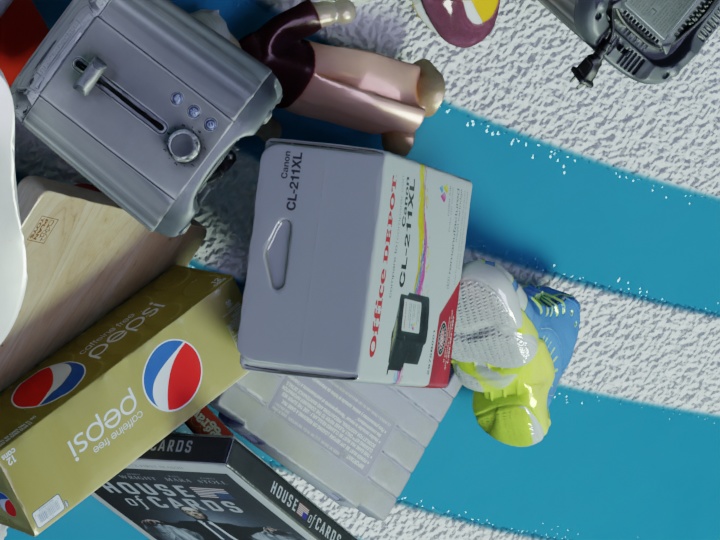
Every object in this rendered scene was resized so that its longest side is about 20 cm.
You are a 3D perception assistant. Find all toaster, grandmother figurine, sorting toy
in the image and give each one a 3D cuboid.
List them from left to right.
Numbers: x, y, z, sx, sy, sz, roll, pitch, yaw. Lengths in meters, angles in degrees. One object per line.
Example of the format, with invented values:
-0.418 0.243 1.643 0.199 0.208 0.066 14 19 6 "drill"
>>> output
-0.218 0.027 1.651 0.200 0.070 0.199 -57 155 10 "sorting toy"
-0.125 -0.102 1.553 0.129 0.200 0.114 38 97 -4 "toaster"
-0.042 -0.127 1.701 0.200 0.061 0.122 9 121 -34 "grandmother figurine"
0.183 -0.216 1.735 0.114 0.129 0.200 34 98 -39 "toaster"

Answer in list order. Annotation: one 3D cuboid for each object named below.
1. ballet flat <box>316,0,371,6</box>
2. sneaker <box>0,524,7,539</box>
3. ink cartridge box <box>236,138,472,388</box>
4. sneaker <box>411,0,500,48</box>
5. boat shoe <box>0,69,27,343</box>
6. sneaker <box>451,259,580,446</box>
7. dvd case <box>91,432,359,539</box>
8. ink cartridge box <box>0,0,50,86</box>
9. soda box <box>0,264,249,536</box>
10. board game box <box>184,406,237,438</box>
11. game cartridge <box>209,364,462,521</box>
-0.041 -0.212 1.648 0.200 0.072 0.072 32 99 -40 "ballet flat"
-0.297 0.225 1.776 0.082 0.074 0.200 19 115 -7 "sneaker"
0.000 0.000 1.697 0.200 0.083 0.146 10 87 -72 "ink cartridge box"
0.079 -0.225 1.682 0.075 0.090 0.200 -42 137 -38 "sneaker"
-0.232 -0.041 1.501 0.072 0.069 0.201 -9 122 -13 "boat shoe"
0.107 0.033 1.871 0.200 0.076 0.105 77 34 -53 "sneaker"
-0.095 0.156 1.727 0.200 0.150 0.025 44 54 -48 "dvd case"
-0.239 -0.124 1.532 0.163 0.057 0.200 -56 144 -19 "ink cartridge box"
-0.156 0.077 1.637 0.200 0.068 0.064 -37 118 -29 "soda box"
-0.082 0.129 1.779 0.019 0.103 0.200 -42 145 -5 "board game box"
-0.020 0.081 1.837 0.200 0.038 0.130 39 81 -42 "game cartridge"
